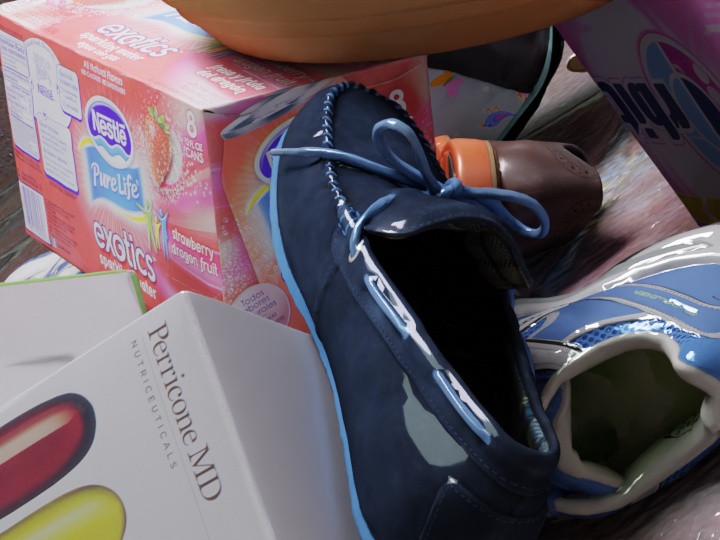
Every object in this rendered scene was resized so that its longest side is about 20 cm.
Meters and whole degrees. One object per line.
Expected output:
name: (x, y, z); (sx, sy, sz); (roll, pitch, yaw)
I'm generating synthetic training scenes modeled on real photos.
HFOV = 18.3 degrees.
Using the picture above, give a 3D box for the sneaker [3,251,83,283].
sneaker: (-0.135, 0.031, 1.024); (0.200, 0.075, 0.088); (-48, 10, 39)

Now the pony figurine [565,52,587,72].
pony figurine: (0.189, -0.152, 0.985); (0.199, 0.167, 0.193); (-15, 30, 18)

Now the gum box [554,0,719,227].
gum box: (0.150, -0.073, 0.818); (0.066, 0.114, 0.200); (-38, 12, -9)

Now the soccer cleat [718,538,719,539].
soccer cleat: (0.150, 0.035, 0.534); (0.200, 0.069, 0.078); (-50, 21, -24)

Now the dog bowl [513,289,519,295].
dog bowl: (0.000, 0.000, 1.000); (0.050, 0.111, 0.200); (-52, 14, -9)

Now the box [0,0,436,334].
box: (-0.058, -0.047, 0.863); (0.094, 0.103, 0.200); (-17, 23, -26)

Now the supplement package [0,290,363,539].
supplement package: (-0.084, 0.109, 0.693); (0.200, 0.114, 0.109); (-33, -27, 21)

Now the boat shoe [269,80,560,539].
boat shoe: (0.028, 0.007, 0.680); (0.069, 0.084, 0.200); (-55, 39, 34)

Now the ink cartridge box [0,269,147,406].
ink cartridge box: (-0.150, 0.084, 0.802); (0.117, 0.067, 0.200); (-7, -29, -26)

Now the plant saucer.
plant saucer: (0.023, -0.116, 0.817); (0.200, 0.038, 0.200); (-8, 20, 3)

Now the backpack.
backpack: (0.024, -0.127, 1.187); (0.200, 0.153, 0.176); (108, 168, -56)

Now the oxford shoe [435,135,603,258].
oxford shoe: (0.071, -0.029, 1.052); (0.072, 0.071, 0.200); (-3, 4, -3)

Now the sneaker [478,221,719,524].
sneaker: (0.053, 0.046, 0.725); (0.200, 0.076, 0.077); (-30, 10, 33)
